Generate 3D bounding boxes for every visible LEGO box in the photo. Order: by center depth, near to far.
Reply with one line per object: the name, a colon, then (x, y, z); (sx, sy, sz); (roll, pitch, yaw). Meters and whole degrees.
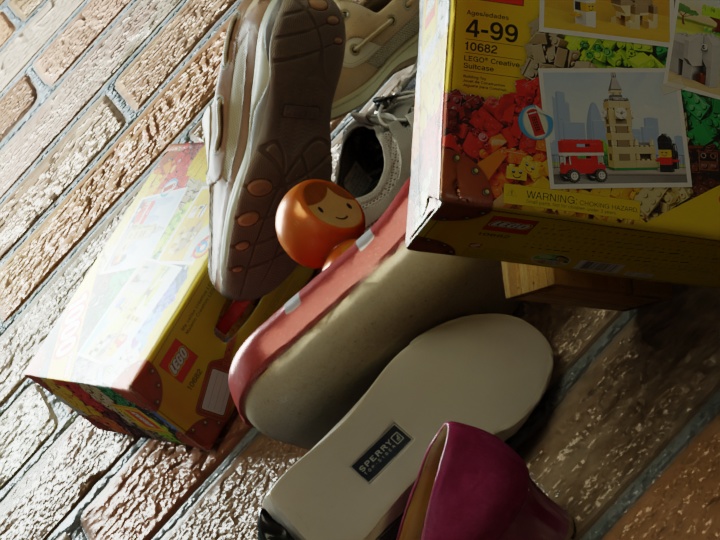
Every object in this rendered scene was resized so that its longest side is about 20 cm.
LEGO box: (0.128, -0.079, 0.873); (0.077, 0.200, 0.149); (128, 147, -71)
LEGO box: (-0.116, 0.013, 1.256); (0.149, 0.077, 0.200); (1, 56, 53)

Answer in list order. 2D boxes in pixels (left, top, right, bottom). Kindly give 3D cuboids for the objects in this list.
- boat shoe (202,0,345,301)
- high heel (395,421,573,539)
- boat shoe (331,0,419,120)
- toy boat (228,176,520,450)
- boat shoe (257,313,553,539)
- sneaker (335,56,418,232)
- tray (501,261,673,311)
boat shoe: (-0.062, -0.081, 1.169); (0.072, 0.076, 0.200); (19, 98, 46)
high heel: (0.007, 0.160, 0.911); (0.200, 0.096, 0.067); (-40, 31, 13)
boat shoe: (-0.012, -0.152, 1.255); (0.200, 0.065, 0.071); (-36, 23, -30)
toy boat: (0.000, 0.000, 1.044); (0.200, 0.130, 0.131); (-41, 65, 10)
boat shoe: (0.018, 0.104, 0.989); (0.200, 0.075, 0.093); (-35, -19, -29)
sneaker: (0.031, -0.086, 1.176); (0.075, 0.082, 0.200); (-15, 44, 43)
tray: (0.108, -0.083, 0.961); (0.037, 0.099, 0.200); (-19, 72, 42)
